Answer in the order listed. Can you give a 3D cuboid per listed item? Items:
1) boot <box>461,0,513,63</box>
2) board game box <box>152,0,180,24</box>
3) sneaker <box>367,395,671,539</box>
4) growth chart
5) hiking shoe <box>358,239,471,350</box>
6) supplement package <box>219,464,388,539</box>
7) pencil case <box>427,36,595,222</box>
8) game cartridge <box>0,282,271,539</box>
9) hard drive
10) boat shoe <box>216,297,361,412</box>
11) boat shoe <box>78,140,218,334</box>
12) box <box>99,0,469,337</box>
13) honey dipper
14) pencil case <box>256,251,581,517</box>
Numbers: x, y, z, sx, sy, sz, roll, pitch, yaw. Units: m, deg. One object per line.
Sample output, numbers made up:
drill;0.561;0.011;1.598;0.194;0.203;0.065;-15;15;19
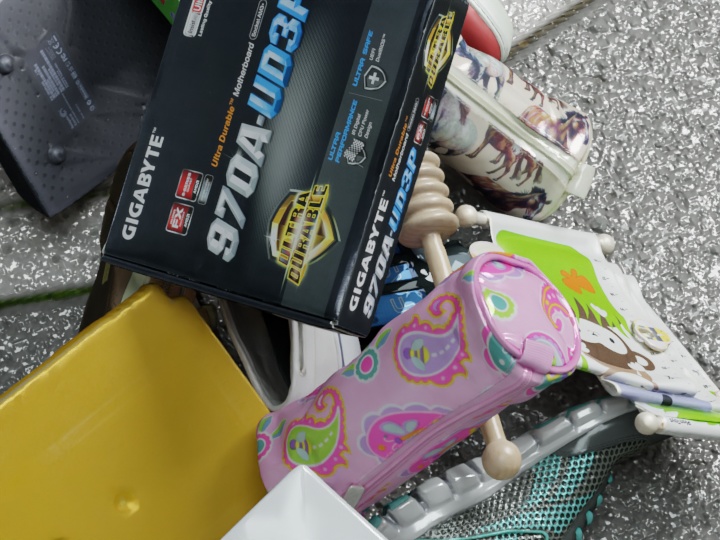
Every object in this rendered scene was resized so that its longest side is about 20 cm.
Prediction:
boot;-0.014;-0.154;1.636;0.200;0.072;0.145;34;58;-2
board game box;-0.068;-0.239;1.609;0.200;0.029;0.135;-34;73;-27
sneaker;0.102;0.139;1.532;0.199;0.078;0.092;-27;85;-11
growth chart;0.146;0.033;1.545;0.144;0.018;0.200;4;38;-46
hiking shoe;0.000;0.000;1.582;0.199;0.074;0.087;30;66;12
supplement package;-0.014;0.244;1.395;0.191;0.200;0.147;42;69;16
pencil case;0.050;-0.108;1.586;0.200;0.089;0.078;35;93;-22
game cartridge;-0.136;0.130;1.500;0.200;0.032;0.177;-38;99;-20
hard drive;-0.160;-0.140;1.615;0.042;0.135;0.200;4;41;48
boat shoe;-0.062;-0.012;1.549;0.066;0.072;0.201;-12;86;-53
boat shoe;-0.119;0.024;1.570;0.076;0.072;0.201;17;74;-20
box;-0.042;-0.078;1.489;0.158;0.046;0.201;16;87;27
honey dipper;0.054;0.026;1.516;0.038;0.038;0.201;-13;65;-8
pencil case;0.028;0.071;1.456;0.087;0.200;0.088;32;37;-28
